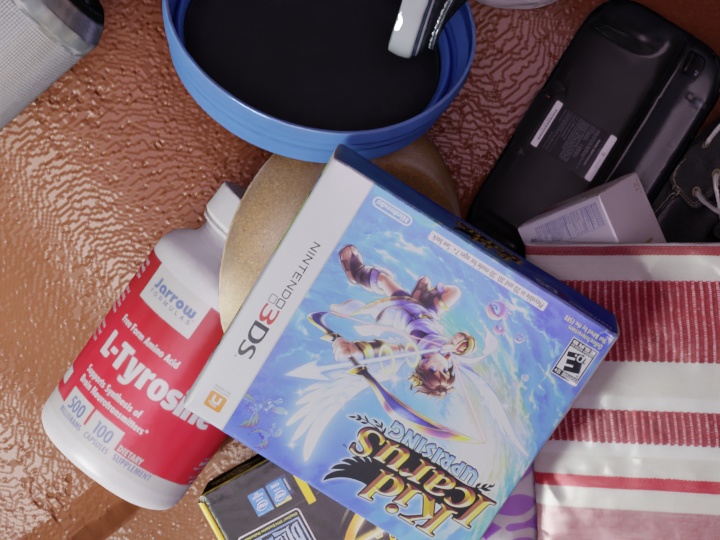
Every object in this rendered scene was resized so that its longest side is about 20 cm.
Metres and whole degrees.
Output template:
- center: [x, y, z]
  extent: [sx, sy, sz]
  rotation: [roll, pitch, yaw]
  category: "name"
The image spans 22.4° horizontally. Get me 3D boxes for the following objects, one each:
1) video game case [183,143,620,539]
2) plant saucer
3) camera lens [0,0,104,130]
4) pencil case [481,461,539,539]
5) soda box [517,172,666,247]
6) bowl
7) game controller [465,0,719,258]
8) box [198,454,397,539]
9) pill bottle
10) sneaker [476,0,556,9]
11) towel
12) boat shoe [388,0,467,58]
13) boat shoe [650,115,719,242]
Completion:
- center: [0.023, 0.055, 1.089]
  extent: [0.199, 0.045, 0.182]
  rotation: [31, 106, -3]
  category: "video game case"
- center: [0.000, 0.000, 1.165]
  extent: [0.199, 0.035, 0.202]
  rotation: [-16, 115, -37]
  category: "plant saucer"
- center: [-0.275, -0.155, 1.152]
  extent: [0.200, 0.160, 0.160]
  rotation: [-40, 95, 6]
  category: "camera lens"
- center: [0.076, 0.111, 1.167]
  extent: [0.085, 0.084, 0.202]
  rotation: [-1, 96, 10]
  category: "pencil case"
- center: [0.176, 0.046, 1.148]
  extent: [0.063, 0.068, 0.202]
  rotation: [-22, 93, 33]
  category: "soda box"
- center: [-0.027, -0.151, 1.148]
  extent: [0.198, 0.040, 0.202]
  rotation: [7, 53, -9]
  category: "bowl"
- center: [0.154, -0.078, 1.210]
  extent: [0.104, 0.042, 0.201]
  rotation: [35, 97, 21]
  category: "game controller"
- center: [0.013, 0.172, 1.242]
  extent: [0.199, 0.049, 0.161]
  rotation: [-28, 94, 5]
  category: "box"
- center: [-0.112, 0.047, 1.197]
  extent: [0.112, 0.112, 0.201]
  rotation: [35, 96, -3]
  category: "pill bottle"
- center: [0.155, -0.224, 1.163]
  extent: [0.198, 0.099, 0.079]
  rotation: [-21, 96, 4]
  category: "sneaker"
- center: [0.172, 0.082, 1.106]
  extent: [0.143, 0.023, 0.202]
  rotation: [0, 100, 23]
  category: "towel"
- center: [0.093, -0.208, 1.101]
  extent: [0.090, 0.071, 0.202]
  rotation: [26, 93, -1]
  category: "boat shoe"
- center: [0.238, -0.057, 1.199]
  extent: [0.072, 0.068, 0.200]
  rotation: [40, 99, -3]
  category: "boat shoe"
